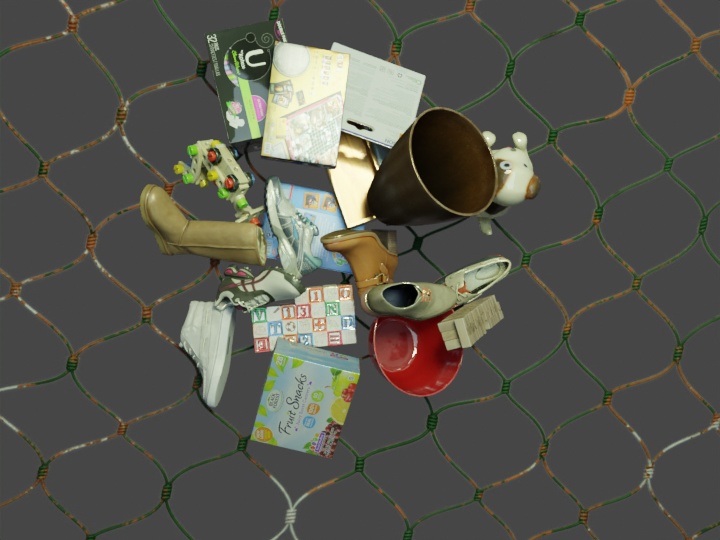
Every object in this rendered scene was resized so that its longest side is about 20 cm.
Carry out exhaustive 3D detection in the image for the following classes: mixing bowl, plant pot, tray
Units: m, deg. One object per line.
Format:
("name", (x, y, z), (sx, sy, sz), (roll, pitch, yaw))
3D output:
("mixing bowl", (0.088, 0.142, 1.110), (0.199, 0.108, 0.201), (6, 77, -27))
("plant pot", (0.103, -0.153, 1.008), (0.186, 0.200, 0.188), (10, 70, -30))
("tray", (-0.014, -0.189, 1.112), (0.098, 0.037, 0.201), (-19, 86, -8))

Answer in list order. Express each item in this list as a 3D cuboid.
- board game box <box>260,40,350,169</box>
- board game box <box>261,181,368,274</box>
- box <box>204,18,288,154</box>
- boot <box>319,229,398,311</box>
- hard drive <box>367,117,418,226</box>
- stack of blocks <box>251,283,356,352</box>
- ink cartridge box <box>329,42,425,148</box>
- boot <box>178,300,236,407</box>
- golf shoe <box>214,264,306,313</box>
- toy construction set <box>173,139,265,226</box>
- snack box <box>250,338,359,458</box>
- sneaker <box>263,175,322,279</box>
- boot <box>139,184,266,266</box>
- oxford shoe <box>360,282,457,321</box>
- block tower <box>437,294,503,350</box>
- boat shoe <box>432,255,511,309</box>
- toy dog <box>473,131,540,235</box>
("board game box", (-0.096, -0.288, 1.007), (0.135, 0.035, 0.201), (8, 90, -8))
("board game box", (-0.092, -0.084, 1.136), (0.199, 0.037, 0.152), (11, 91, -5))
("box", (-0.191, -0.338, 1.074), (0.148, 0.124, 0.201), (-14, 92, -5))
("boot", (0.000, 0.000, 1.093), (0.076, 0.200, 0.156), (7, 98, 36))
("hard drive", (0.101, -0.200, 1.152), (0.139, 0.033, 0.201), (-12, 93, -5))
("stack of blocks", (-0.112, 0.092, 1.129), (0.199, 0.059, 0.116), (-5, 92, -5))
("ink cartridge box", (0.012, -0.323, 1.098), (0.199, 0.041, 0.201), (19, 64, -6))
("boot", (-0.305, 0.159, 1.115), (0.095, 0.074, 0.201), (8, 83, 0))
("golf shoe", (-0.187, 0.043, 1.064), (0.077, 0.199, 0.088), (53, 50, -39))
("toy construction set", (-0.259, -0.163, 1.071), (0.200, 0.092, 0.131), (46, 131, 1))
("snack box", (-0.107, 0.248, 1.103), (0.168, 0.068, 0.201), (16, 109, -7))
("sneaker", (-0.127, -0.085, 1.084), (0.086, 0.078, 0.201), (-16, 104, -9))
("boot", (-0.282, -0.083, 1.053), (0.199, 0.175, 0.066), (6, 55, 8))
("oxford shoe", (0.102, 0.054, 1.031), (0.199, 0.074, 0.071), (-4, 80, -29))
("block tower", (0.213, 0.097, 1.095), (0.058, 0.200, 0.054), (-19, 90, 31))
("boat shoe", (0.213, 0.031, 1.157), (0.199, 0.063, 0.071), (-29, 96, -2))
("toy dog", (0.254, -0.170, 1.084), (0.139, 0.200, 0.195), (14, 90, -5))
